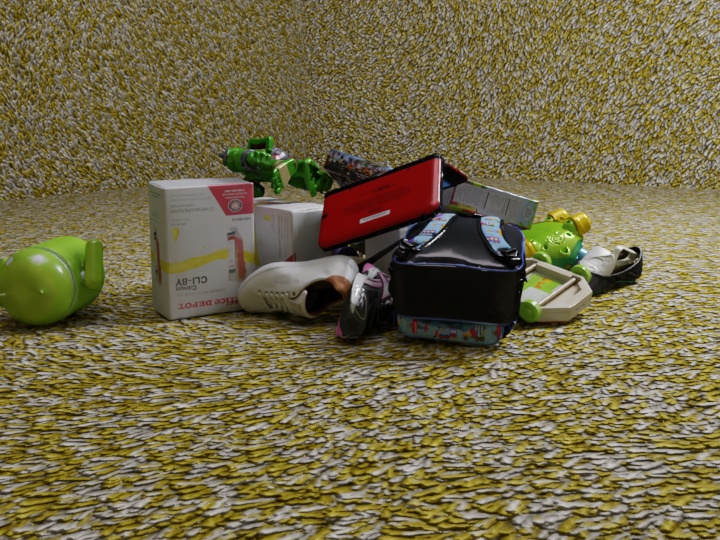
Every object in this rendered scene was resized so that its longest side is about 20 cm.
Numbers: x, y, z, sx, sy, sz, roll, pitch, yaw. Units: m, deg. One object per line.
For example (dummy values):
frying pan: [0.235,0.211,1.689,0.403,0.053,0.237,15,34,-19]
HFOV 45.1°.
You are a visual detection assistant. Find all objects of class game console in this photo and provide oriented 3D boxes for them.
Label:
game console: [0.054,-0.088,1.314,0.199,0.119,0.173,-18,44,25]

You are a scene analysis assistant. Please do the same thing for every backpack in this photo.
backpack: [0.138,-0.001,1.189,0.181,0.135,0.200,4,23,11]

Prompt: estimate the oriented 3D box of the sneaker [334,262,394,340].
sneaker: [0.026,0.045,1.219,0.086,0.081,0.200,21,24,5]

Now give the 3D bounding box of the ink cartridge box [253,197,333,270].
ink cartridge box: [-0.134,-0.039,1.435,0.083,0.146,0.200,-10,14,-37]

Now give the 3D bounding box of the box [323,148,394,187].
box: [0.025,-0.148,1.502,0.136,0.038,0.200,20,-4,14]

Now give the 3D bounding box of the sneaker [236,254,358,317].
sneaker: [-0.103,0.034,1.268,0.199,0.073,0.085,-16,34,24]

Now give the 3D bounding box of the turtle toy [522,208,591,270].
turtle toy: [0.320,-0.034,1.516,0.145,0.102,0.200,-27,13,-8]

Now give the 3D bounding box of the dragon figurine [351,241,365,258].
dragon figurine: [0.069,-0.025,1.610,0.199,0.059,0.099,-1,11,6]

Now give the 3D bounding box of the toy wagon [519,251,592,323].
toy wagon: [0.242,0.017,1.296,0.199,0.040,0.155,23,35,37]

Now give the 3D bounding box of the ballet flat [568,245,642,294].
ballet flat: [0.406,-0.009,1.444,0.199,0.069,0.068,-13,35,-43]

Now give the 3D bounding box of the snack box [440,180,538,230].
snack box: [0.210,-0.109,1.484,0.141,0.053,0.200,18,0,-3]

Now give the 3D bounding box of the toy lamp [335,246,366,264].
toy lamp: [0.004,-0.014,1.535,0.058,0.059,0.200,-8,6,-32]

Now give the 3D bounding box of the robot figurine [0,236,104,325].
robot figurine: [-0.460,0.015,1.299,0.174,0.116,0.200,-8,10,11]

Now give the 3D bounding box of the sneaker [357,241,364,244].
sneaker: [-0.054,-0.053,1.769,0.199,0.075,0.085,-13,19,-14]

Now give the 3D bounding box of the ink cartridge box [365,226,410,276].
ink cartridge box: [0.122,-0.020,1.403,0.199,0.126,0.128,-7,12,-24]

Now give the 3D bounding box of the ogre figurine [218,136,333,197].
ogre figurine: [-0.141,-0.165,1.409,0.119,0.099,0.200,14,21,34]

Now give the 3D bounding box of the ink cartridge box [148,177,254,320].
ink cartridge box: [-0.240,-0.036,1.326,0.144,0.201,0.083,-7,15,-29]

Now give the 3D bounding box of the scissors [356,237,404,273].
scissors: [0.000,0.000,1.320,0.199,0.073,0.014,-24,44,7]
